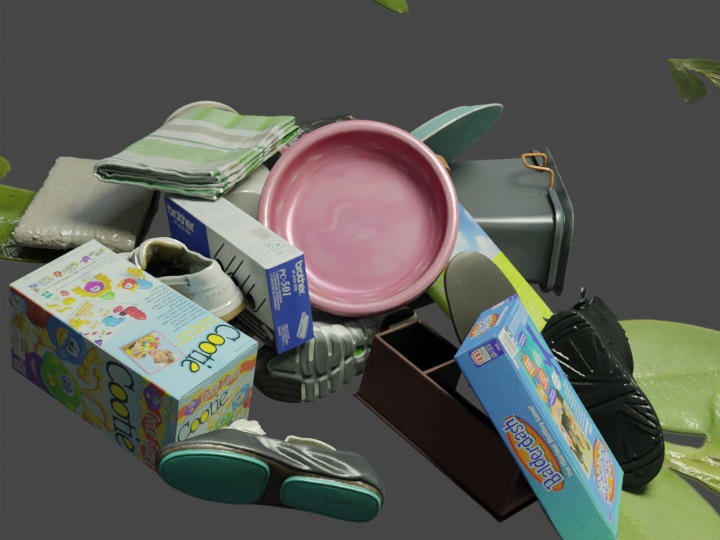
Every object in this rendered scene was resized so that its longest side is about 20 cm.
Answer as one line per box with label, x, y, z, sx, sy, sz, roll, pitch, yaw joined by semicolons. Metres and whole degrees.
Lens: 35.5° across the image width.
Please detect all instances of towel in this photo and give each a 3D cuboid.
towel;-0.296;-0.072;1.246;0.132;0.035;0.200;4;29;-1
towel;-0.168;-0.133;1.185;0.149;0.031;0.200;10;29;18

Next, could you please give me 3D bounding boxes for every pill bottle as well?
pill bottle;-0.161;-0.102;1.292;0.115;0.116;0.200;0;34;-24

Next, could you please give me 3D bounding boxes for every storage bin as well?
storage bin;0.174;-0.072;1.386;0.134;0.146;0.200;1;33;-4

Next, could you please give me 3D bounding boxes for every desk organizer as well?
desk organizer;0.092;0.136;1.062;0.072;0.077;0.200;-18;44;-42

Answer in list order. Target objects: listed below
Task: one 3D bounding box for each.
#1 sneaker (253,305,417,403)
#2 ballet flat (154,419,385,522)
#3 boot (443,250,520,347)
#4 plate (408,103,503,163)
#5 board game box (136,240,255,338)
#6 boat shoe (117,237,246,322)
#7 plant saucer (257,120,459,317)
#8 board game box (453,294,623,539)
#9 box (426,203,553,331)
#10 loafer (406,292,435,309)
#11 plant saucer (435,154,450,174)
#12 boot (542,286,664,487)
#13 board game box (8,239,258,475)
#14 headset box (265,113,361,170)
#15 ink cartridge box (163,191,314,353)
sneaker;-0.049;0.068;1.132;0.200;0.075;0.115;-13;27;-37
ballet flat;-0.075;0.165;0.952;0.199;0.073;0.073;14;31;-14
boot;0.129;0.066;1.112;0.074;0.200;0.075;-32;20;-9
plate;0.079;-0.145;1.326;0.200;0.200;0.026;-25;78;-47
board game box;-0.175;0.027;1.150;0.200;0.030;0.095;20;31;25
boat shoe;-0.188;-0.001;1.064;0.200;0.069;0.071;10;39;42
plant saucer;-0.002;-0.049;1.126;0.200;0.201;0.051;20;-12;8
board game box;0.162;0.131;0.993;0.200;0.045;0.152;59;19;-2
box;0.118;0.004;1.227;0.200;0.048;0.122;50;33;1
loafer;0.000;0.000;1.247;0.199;0.073;0.072;5;28;-19
plant saucer;0.006;-0.079;1.262;0.200;0.200;0.032;-18;77;-42
boot;0.255;0.115;1.159;0.199;0.073;0.162;62;17;8
board game box;-0.203;0.076;0.996;0.200;0.103;0.105;30;40;23
headset box;-0.042;-0.123;1.415;0.149;0.075;0.200;36;36;31
ink cartridge box;-0.119;-0.007;1.079;0.044;0.094;0.200;-23;35;-27
